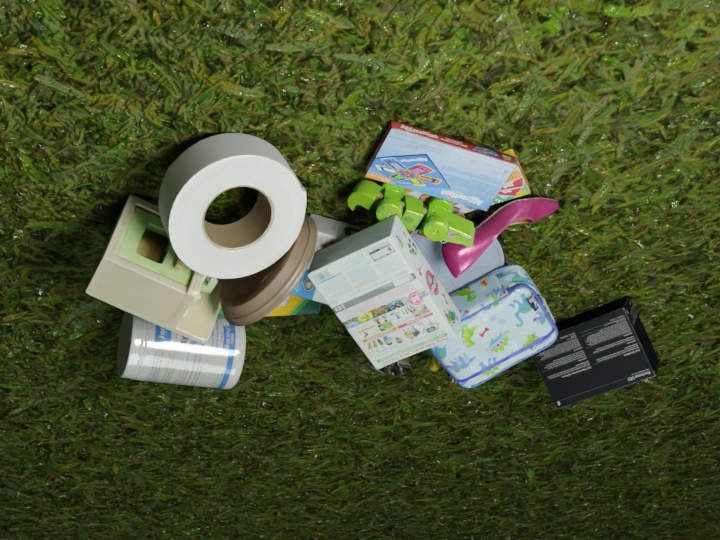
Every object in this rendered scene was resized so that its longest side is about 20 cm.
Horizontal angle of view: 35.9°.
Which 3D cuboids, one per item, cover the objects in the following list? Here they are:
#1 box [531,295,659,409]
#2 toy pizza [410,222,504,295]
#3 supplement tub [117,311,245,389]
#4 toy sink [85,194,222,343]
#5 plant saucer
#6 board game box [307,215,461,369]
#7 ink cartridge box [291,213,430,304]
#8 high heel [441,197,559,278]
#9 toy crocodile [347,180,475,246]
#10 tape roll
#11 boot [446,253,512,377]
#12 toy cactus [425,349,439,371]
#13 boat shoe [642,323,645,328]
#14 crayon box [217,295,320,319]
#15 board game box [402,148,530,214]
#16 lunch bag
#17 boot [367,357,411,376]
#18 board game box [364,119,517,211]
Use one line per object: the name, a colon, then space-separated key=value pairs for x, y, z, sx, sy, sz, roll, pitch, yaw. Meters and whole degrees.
box: x=0.427 y=0.152 z=2.047 sx=0.199 sy=0.142 sz=0.079 roll=-23 pitch=-174 yaw=26
toy pizza: x=0.134 y=-0.002 z=1.797 sx=0.199 sy=0.032 sz=0.201 roll=-6 pitch=127 yaw=-8
supplement tub: x=-0.307 y=0.131 z=1.911 sx=0.199 sy=0.133 sz=0.132 roll=8 pitch=145 yaw=-22
toy sink: x=-0.285 y=-0.002 z=1.659 sx=0.199 sy=0.131 sz=0.112 roll=26 pitch=139 yaw=-14
plant saucer: x=-0.144 y=-0.008 z=1.664 sx=0.199 sy=0.201 sz=0.029 roll=-30 pitch=126 yaw=33
board game box: x=0.038 y=0.036 z=1.651 sx=0.147 sy=0.064 sz=0.201 roll=-23 pitch=117 yaw=24
ink cartridge box: x=0.000 y=0.000 z=1.723 sx=0.199 sy=0.067 sz=0.117 roll=16 pitch=114 yaw=-2
high heel: x=0.220 y=-0.053 z=1.713 sx=0.199 sy=0.097 sz=0.067 roll=-12 pitch=172 yaw=-15
toy crocodile: x=0.078 y=-0.082 z=1.647 sx=0.199 sy=0.068 sz=0.062 roll=20 pitch=132 yaw=-11
tape roll: x=-0.180 y=-0.090 z=1.568 sx=0.201 sy=0.071 sz=0.204 roll=-12 pitch=127 yaw=-17
boot: x=0.197 y=0.079 z=1.881 sx=0.173 sy=0.069 sz=0.201 roll=-18 pitch=116 yaw=-2
toy cactus: x=0.153 y=0.117 z=1.984 sx=0.164 sy=0.103 sz=0.200 roll=4 pitch=150 yaw=-33
boat shoe: x=0.450 y=0.135 z=2.128 sx=0.198 sy=0.073 sz=0.063 roll=-5 pitch=105 yaw=10
crayon box: x=-0.165 y=0.023 z=1.831 sx=0.198 sy=0.059 sz=0.119 roll=-3 pitch=148 yaw=-4
board game box: x=0.150 y=-0.122 z=1.687 sx=0.199 sy=0.030 sz=0.096 roll=-14 pitch=147 yaw=18
lunch bag: x=0.213 y=0.094 z=1.814 sx=0.199 sy=0.083 sz=0.161 roll=-28 pitch=128 yaw=9
boot: x=0.017 y=0.103 z=1.917 sx=0.199 sy=0.131 sz=0.068 roll=24 pitch=137 yaw=-39
board game box: x=0.116 y=-0.150 z=1.611 sx=0.199 sy=0.020 sz=0.103 roll=14 pitch=135 yaw=-17
